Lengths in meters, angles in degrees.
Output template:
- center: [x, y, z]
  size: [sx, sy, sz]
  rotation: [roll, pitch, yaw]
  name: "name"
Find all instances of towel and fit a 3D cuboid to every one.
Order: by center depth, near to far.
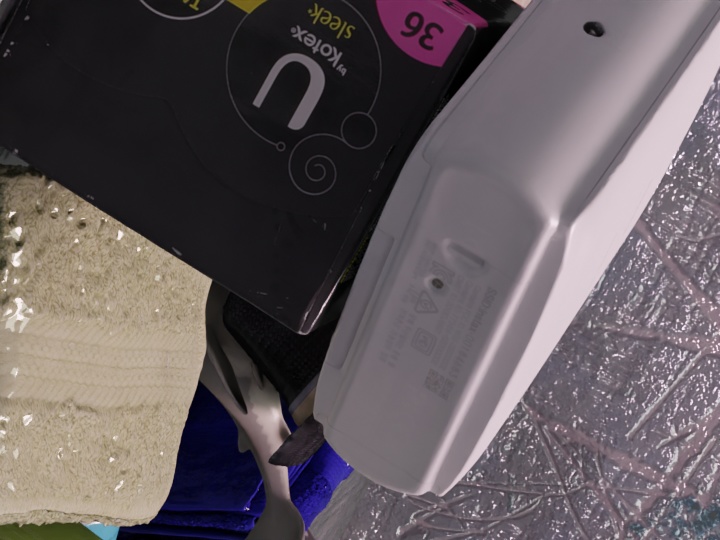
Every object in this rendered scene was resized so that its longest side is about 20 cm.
- center: [-0.110, 0.032, 0.960]
  size: [0.200, 0.036, 0.150]
  rotation: [14, 86, -69]
  name: "towel"
- center: [-0.072, 0.103, 1.442]
  size: [0.200, 0.147, 0.050]
  rotation: [-50, 136, -53]
  name: "towel"

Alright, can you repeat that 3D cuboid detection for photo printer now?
- center: [0.067, -0.034, 0.868]
  size: [0.200, 0.069, 0.167]
  rotation: [-52, 169, -44]
  name: "photo printer"

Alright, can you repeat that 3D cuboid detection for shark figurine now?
- center: [-0.087, 0.057, 1.233]
  size: [0.128, 0.089, 0.215]
  rotation: [-72, 144, -53]
  name: "shark figurine"

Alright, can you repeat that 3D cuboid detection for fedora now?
- center: [0.000, 0.000, 1.187]
  size: [0.201, 0.092, 0.201]
  rotation: [-47, 177, -3]
  name: "fedora"

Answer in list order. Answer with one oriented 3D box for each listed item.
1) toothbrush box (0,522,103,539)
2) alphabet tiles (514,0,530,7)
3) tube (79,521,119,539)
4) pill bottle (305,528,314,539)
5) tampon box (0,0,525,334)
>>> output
- center: [-0.178, 0.166, 0.922]
  size: [0.146, 0.086, 0.200]
  rotation: [-61, 157, 7]
  name: "toothbrush box"
- center: [0.085, -0.154, 1.244]
  size: [0.196, 0.015, 0.201]
  rotation: [-36, 148, -76]
  name: "alphabet tiles"
- center: [-0.152, 0.175, 1.095]
  size: [0.077, 0.050, 0.201]
  rotation: [-24, 140, -47]
  name: "tube"
- center: [-0.080, 0.186, 1.464]
  size: [0.114, 0.113, 0.200]
  rotation: [-61, -154, 12]
  name: "pill bottle"
- center: [-0.030, -0.076, 0.905]
  size: [0.127, 0.149, 0.200]
  rotation: [-60, 173, 10]
  name: "tampon box"
